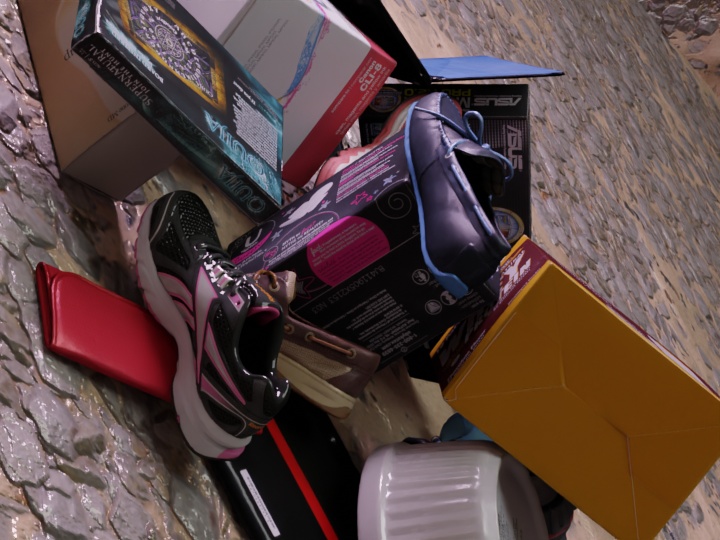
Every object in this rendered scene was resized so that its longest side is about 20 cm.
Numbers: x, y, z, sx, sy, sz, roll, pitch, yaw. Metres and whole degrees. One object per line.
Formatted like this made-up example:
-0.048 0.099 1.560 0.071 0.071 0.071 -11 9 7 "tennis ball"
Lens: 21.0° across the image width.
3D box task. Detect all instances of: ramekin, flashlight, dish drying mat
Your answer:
0.080 0.226 1.496 0.200 0.104 0.202 -12 90 -72 "ramekin"
0.164 0.254 1.700 0.068 0.067 0.201 34 -31 42 "flashlight"
-0.147 0.057 1.380 0.199 0.018 0.077 29 35 -41 "dish drying mat"

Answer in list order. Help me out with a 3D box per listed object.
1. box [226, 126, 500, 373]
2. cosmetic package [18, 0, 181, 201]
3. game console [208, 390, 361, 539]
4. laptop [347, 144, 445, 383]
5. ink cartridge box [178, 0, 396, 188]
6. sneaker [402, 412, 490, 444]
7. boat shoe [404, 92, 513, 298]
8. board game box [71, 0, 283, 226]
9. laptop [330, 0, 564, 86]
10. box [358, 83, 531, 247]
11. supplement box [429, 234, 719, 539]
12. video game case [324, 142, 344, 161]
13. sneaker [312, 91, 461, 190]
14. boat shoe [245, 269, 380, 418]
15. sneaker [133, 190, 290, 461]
0.000 0.000 1.574 0.132 0.199 0.115 50 23 -20 "box"
-0.194 -0.168 1.504 0.071 0.105 0.201 28 34 -50 "cosmetic package"
-0.051 0.168 1.473 0.201 0.031 0.176 61 26 9 "game console"
0.072 0.004 1.780 0.116 0.198 0.188 -61 150 -31 "laptop"
-0.101 -0.191 1.643 0.145 0.145 0.199 46 12 34 "ink cartridge box"
0.077 0.168 1.696 0.090 0.078 0.200 50 21 -11 "sneaker"
0.084 -0.063 1.471 0.084 0.068 0.201 37 31 -41 "boat shoe"
-0.130 -0.139 1.428 0.200 0.028 0.136 44 26 -29 "board game box"
0.055 -0.232 1.768 0.201 0.116 0.187 55 -10 -20 "laptop"
0.084 -0.096 1.858 0.201 0.158 0.045 83 11 -52 "box"
0.174 0.092 1.553 0.197 0.133 0.200 38 5 -5 "supplement box"
-0.016 -0.085 1.807 0.201 0.019 0.144 72 3 -50 "video game case"
0.042 -0.083 1.693 0.086 0.074 0.200 31 46 21 "sneaker"
-0.073 0.029 1.482 0.199 0.072 0.072 37 2 -2 "boat shoe"
-0.093 0.029 1.378 0.080 0.086 0.202 10 55 -51 "sneaker"
